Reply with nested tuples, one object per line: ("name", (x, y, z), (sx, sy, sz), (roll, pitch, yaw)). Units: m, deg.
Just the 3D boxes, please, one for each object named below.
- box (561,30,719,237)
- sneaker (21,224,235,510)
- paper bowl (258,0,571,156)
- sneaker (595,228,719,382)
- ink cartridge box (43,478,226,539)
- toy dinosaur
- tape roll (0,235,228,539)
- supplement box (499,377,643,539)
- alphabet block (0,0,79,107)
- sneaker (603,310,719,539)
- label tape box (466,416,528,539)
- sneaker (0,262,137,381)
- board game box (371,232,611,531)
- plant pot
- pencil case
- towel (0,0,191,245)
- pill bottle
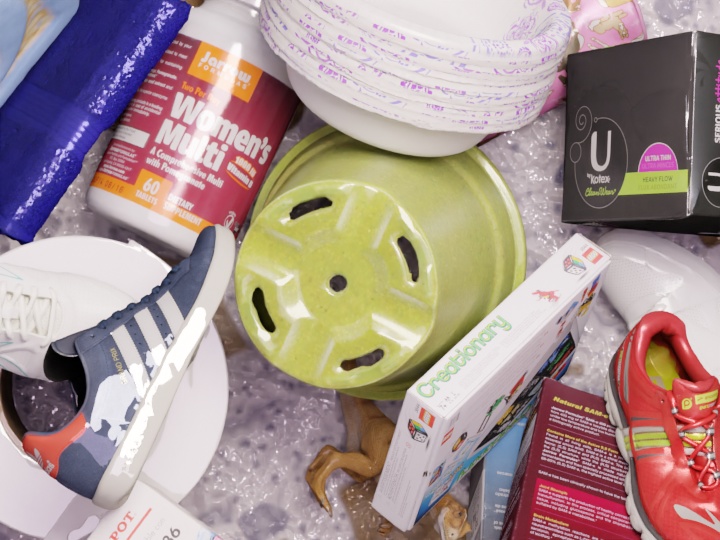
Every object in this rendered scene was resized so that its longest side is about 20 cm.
("box", (0.259, -0.087, 1.474), (0.199, 0.148, 0.125), (5, 86, -31))
("sneaker", (-0.144, 0.044, 1.319), (0.084, 0.075, 0.201), (25, 60, -3))
("paper bowl", (0.030, -0.150, 1.401), (0.200, 0.201, 0.105), (18, 119, -5))
("sneaker", (0.229, 0.066, 1.510), (0.200, 0.074, 0.116), (42, 45, -3))
("ink cartridge box", (-0.123, 0.211, 1.328), (0.200, 0.068, 0.117), (34, 84, 16))
("toy dinosaur", (0.007, 0.123, 1.519), (0.106, 0.060, 0.200), (-31, 68, -5))
("tape roll", (-0.191, 0.080, 1.455), (0.201, 0.139, 0.204), (0, 87, -6))
("supplement box", (0.149, 0.174, 1.410), (0.108, 0.061, 0.201), (18, 46, 0))
("alphabet block", (-0.333, -0.188, 1.404), (0.200, 0.195, 0.197), (37, 83, 10))
("sneaker", (0.209, 0.110, 1.387), (0.077, 0.085, 0.201), (-3, 48, -19))
("label tape box", (0.145, 0.204, 1.472), (0.143, 0.063, 0.201), (11, 49, -5))
("sneaker", (-0.231, 0.028, 1.343), (0.199, 0.080, 0.071), (9, 86, -10))
("board game box", (0.089, 0.074, 1.440), (0.035, 0.127, 0.200), (35, 50, 18))
("plant pot", (0.000, 0.000, 1.399), (0.199, 0.184, 0.202), (1, 96, 11))
("pencil case", (0.104, -0.147, 1.524), (0.199, 0.083, 0.087), (-29, 79, -6))
("towel", (-0.201, -0.112, 1.468), (0.049, 0.148, 0.200), (38, 84, -33))
("pill bottle", (-0.103, -0.113, 1.487), (0.109, 0.110, 0.201), (25, 86, -4))
